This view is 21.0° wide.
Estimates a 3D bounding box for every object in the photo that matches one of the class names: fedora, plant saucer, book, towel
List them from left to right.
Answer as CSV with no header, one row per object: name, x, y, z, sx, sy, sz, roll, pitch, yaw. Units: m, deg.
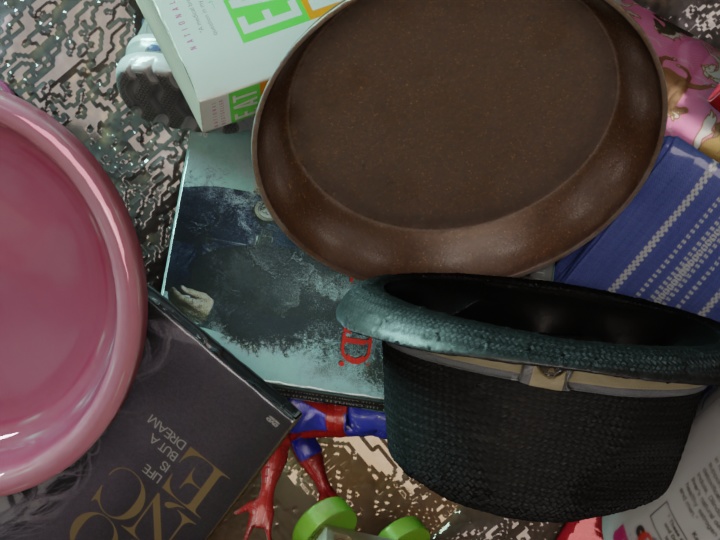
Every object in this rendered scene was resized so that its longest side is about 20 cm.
plant saucer,-0.192,0.007,0.924,0.198,0.051,0.203,3,104,12
book,-0.010,-0.154,0.966,0.198,0.048,0.134,-21,59,-12
plant saucer,0.045,-0.072,0.924,0.198,0.035,0.201,-5,135,-5
fedora,0.083,0.061,0.903,0.198,0.201,0.093,8,100,-1
towel,0.200,0.030,0.989,0.199,0.024,0.145,33,130,-2

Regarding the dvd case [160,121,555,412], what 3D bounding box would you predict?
dvd case,0.000,0.000,0.996,0.198,0.022,0.147,10,66,-2

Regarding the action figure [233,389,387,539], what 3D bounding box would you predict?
action figure,0.007,0.101,1.001,0.198,0.065,0.100,6,77,-1

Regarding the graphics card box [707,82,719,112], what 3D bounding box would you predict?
graphics card box,0.274,-0.119,0.972,0.125,0.051,0.200,38,64,-2

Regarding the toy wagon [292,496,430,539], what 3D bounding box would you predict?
toy wagon,0.051,0.184,0.937,0.040,0.199,0.155,-50,56,12

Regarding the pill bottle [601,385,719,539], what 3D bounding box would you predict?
pill bottle,0.216,0.092,0.937,0.113,0.114,0.200,39,129,-1

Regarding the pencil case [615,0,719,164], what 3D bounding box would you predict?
pencil case,0.178,-0.064,0.997,0.199,0.087,0.083,33,121,-1

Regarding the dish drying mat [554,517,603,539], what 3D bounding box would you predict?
dish drying mat,0.109,0.208,1.031,0.076,0.018,0.201,31,91,0

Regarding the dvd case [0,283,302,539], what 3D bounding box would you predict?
dvd case,-0.139,0.096,0.978,0.148,0.016,0.200,39,116,4

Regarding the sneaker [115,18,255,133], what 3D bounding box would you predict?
sneaker,-0.021,-0.110,0.991,0.198,0.075,0.083,12,64,2

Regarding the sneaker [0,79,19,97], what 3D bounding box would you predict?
sneaker,-0.276,-0.079,0.985,0.198,0.086,0.081,-7,89,0
